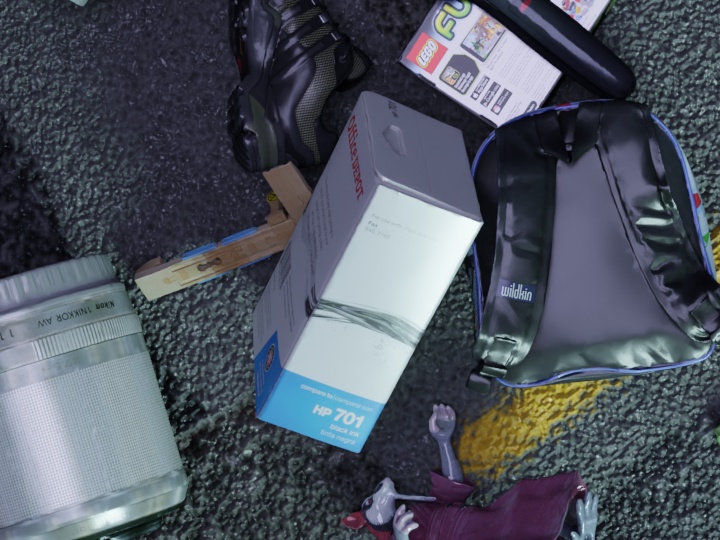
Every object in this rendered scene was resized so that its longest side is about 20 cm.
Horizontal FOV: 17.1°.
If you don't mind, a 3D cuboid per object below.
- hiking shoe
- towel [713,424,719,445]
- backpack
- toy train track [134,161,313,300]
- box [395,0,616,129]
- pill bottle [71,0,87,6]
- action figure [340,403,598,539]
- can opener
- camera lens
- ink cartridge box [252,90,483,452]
[{"bbox_3d":[-0.043,-0.168,1.748,0.100,0.076,0.201,4,86,-15],"label":"hiking shoe"},{"bbox_3d":[0.373,0.122,1.708,0.200,0.031,0.150,-34,86,7],"label":"towel"},{"bbox_3d":[0.159,-0.024,1.675,0.199,0.154,0.192,-7,96,0],"label":"backpack"},{"bbox_3d":[-0.073,-0.028,1.758,0.199,0.033,0.115,-21,127,15],"label":"toy train track"},{"bbox_3d":[0.126,-0.204,1.734,0.110,0.035,0.200,34,95,6],"label":"box"},{"bbox_3d":[-0.181,-0.297,1.735,0.112,0.112,0.200,35,95,6],"label":"pill bottle"},{"bbox_3d":[0.080,0.193,1.720,0.199,0.134,0.149,4,127,35],"label":"action figure"},{"bbox_3d":[0.114,-0.187,1.686,0.200,0.063,0.079,42,95,6],"label":"can opener"},{"bbox_3d":[-0.221,0.104,1.721,0.159,0.160,0.201,-17,88,7],"label":"camera lens"},{"bbox_3d":[0.000,0.000,1.660,0.086,0.147,0.201,22,116,-15],"label":"ink cartridge box"}]
